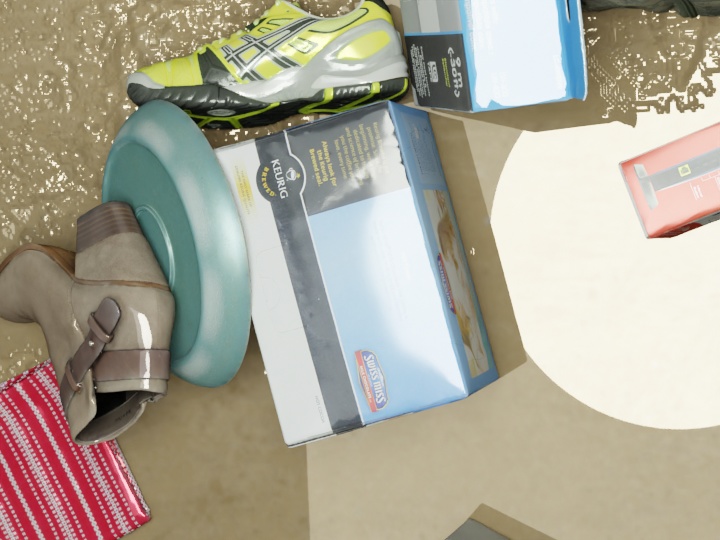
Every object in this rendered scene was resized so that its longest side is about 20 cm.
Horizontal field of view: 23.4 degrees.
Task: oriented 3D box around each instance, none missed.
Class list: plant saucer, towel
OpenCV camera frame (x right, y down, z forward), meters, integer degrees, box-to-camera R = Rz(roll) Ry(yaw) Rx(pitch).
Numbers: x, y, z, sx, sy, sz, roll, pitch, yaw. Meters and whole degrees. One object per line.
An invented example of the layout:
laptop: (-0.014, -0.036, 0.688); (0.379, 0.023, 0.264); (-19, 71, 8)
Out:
plant saucer: (-0.133, -0.015, 1.187); (0.027, 0.200, 0.202); (-13, 88, -28)
towel: (-0.270, 0.166, 1.300); (0.199, 0.022, 0.145); (-28, 86, 13)

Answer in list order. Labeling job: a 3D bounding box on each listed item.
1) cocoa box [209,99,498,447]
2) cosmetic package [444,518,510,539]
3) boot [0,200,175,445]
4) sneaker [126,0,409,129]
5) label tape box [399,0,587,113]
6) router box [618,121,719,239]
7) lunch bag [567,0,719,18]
cocoa box: (0.000, 0.000, 1.169); (0.130, 0.133, 0.202); (-16, 88, 13)
cosmetic package: (0.068, 0.288, 1.189); (0.106, 0.090, 0.201); (27, 101, 12)
boot: (-0.195, 0.049, 1.201); (0.200, 0.070, 0.147); (-35, 58, 47)
sneaker: (-0.066, -0.146, 1.219); (0.198, 0.075, 0.077); (-5, 83, 4)
label tape box: (0.077, -0.176, 1.100); (0.066, 0.200, 0.145); (-10, 99, -11)
router box: (0.257, -0.074, 1.069); (0.178, 0.200, 0.049); (-22, 86, 14)
lunch bag: (0.184, -0.262, 1.112); (0.166, 0.139, 0.202); (-1, 91, 14)
